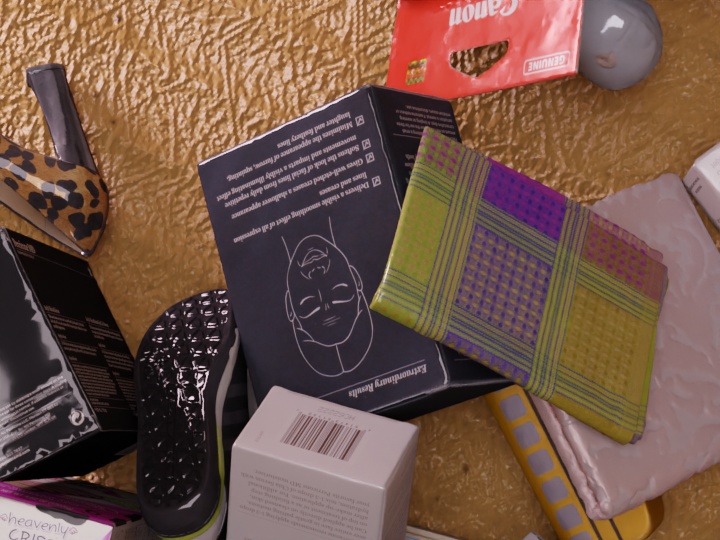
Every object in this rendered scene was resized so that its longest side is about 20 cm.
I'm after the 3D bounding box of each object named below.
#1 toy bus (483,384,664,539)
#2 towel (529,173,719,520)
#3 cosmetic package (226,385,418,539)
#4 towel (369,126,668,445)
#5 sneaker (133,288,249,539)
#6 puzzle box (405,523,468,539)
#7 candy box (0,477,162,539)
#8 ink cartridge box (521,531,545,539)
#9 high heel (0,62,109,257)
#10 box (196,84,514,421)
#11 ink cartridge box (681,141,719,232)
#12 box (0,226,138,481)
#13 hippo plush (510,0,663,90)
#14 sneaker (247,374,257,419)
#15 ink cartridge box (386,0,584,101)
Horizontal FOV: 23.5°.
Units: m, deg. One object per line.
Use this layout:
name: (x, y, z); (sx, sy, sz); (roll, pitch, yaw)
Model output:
toy bus: (0.135, 0.093, 1.166); (0.078, 0.065, 0.200); (-30, 82, 17)
towel: (0.180, 0.046, 1.133); (0.200, 0.032, 0.192); (-20, 79, -36)
cosmetic package: (-0.028, 0.183, 1.099); (0.101, 0.071, 0.201); (15, 123, 13)
towel: (0.106, 0.011, 1.069); (0.200, 0.023, 0.144); (28, 56, -17)
sneaker: (-0.106, 0.106, 1.136); (0.071, 0.083, 0.201); (-10, 48, 18)
puzzle box: (0.041, 0.278, 1.181); (0.133, 0.025, 0.201); (14, 86, 7)
candy box: (-0.207, 0.169, 1.127); (0.136, 0.200, 0.061); (14, 86, 5)
ink cartridge box: (0.101, 0.303, 1.116); (0.200, 0.047, 0.198); (-43, 113, -5)
high heel: (-0.282, -0.054, 1.219); (0.199, 0.071, 0.143); (-18, 77, -6)
box: (0.000, 0.000, 1.140); (0.148, 0.107, 0.201); (-21, 78, 31)
ink cartridge box: (0.334, -0.030, 1.153); (0.145, 0.084, 0.200); (-37, 83, 0)
box: (-0.207, 0.060, 1.138); (0.079, 0.200, 0.142); (-25, 82, 3)
hippo plush: (0.161, -0.215, 1.151); (0.200, 0.159, 0.161); (35, 88, 7)
sneaker: (-0.079, 0.161, 1.183); (0.088, 0.075, 0.201); (4, 83, 1)
ink cartridge box: (0.071, -0.205, 1.147); (0.043, 0.200, 0.174); (16, 77, -36)
